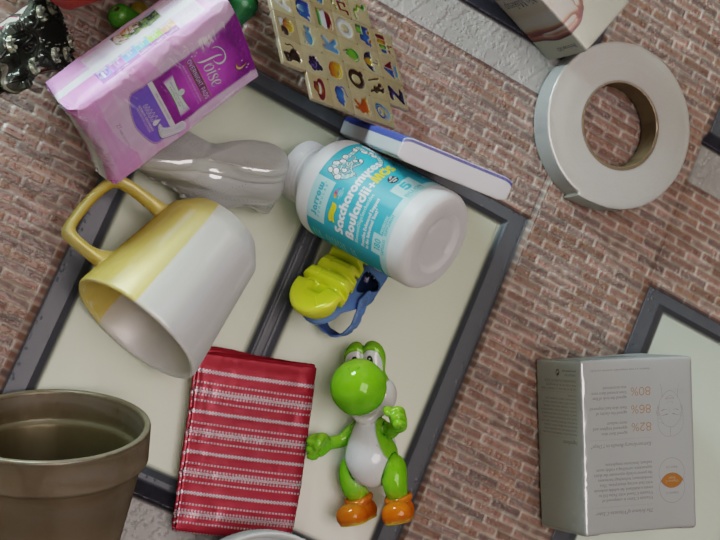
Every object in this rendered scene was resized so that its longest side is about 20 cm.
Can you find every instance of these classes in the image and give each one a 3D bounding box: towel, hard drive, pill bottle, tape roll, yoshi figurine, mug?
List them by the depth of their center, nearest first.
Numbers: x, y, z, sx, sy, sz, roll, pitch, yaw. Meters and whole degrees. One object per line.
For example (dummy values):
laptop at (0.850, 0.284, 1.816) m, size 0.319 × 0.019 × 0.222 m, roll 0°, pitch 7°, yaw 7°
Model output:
mug at (-0.194, -0.006, 1.635) m, size 0.153 × 0.149 × 0.187 m, roll -51°, pitch 131°, yaw -23°
pill bottle at (0.008, -0.069, 1.692) m, size 0.111 × 0.200 × 0.111 m, roll -34°, pitch 139°, yaw -36°
hard drive at (0.067, -0.123, 1.715) m, size 0.132 × 0.200 × 0.025 m, roll 21°, pitch 94°, yaw -21°
towel at (-0.126, 0.189, 1.727) m, size 0.144 × 0.022 × 0.201 m, roll 9°, pitch 87°, yaw -24°
yoshi figurine at (0.003, 0.178, 1.732) m, size 0.112 × 0.112 × 0.201 m, roll -5°, pitch 89°, yaw -23°
tape roll at (0.301, -0.171, 1.902) m, size 0.202 × 0.037 × 0.204 m, roll 1°, pitch 88°, yaw -23°

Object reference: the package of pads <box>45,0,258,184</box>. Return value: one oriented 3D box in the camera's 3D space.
package of pads at (-0.205, -0.191, 1.597) m, size 0.200 × 0.076 × 0.121 m, roll -38°, pitch 144°, yaw -12°

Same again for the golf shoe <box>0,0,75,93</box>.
golf shoe at (-0.347, -0.221, 1.577) m, size 0.088 × 0.200 × 0.077 m, roll -14°, pitch 105°, yaw 16°

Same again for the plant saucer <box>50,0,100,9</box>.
plant saucer at (-0.258, -0.338, 1.617) m, size 0.199 × 0.200 × 0.037 m, roll -21°, pitch 137°, yaw -21°

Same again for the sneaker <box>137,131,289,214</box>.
sneaker at (-0.180, -0.099, 1.690) m, size 0.199 × 0.075 × 0.089 m, roll 11°, pitch 129°, yaw -8°

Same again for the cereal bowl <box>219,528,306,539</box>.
cereal bowl at (-0.115, 0.372, 1.694) m, size 0.199 × 0.083 × 0.201 m, roll 0°, pitch 89°, yaw -23°

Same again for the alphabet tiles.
alphabet tiles at (-0.024, -0.238, 1.718) m, size 0.200 × 0.006 × 0.167 m, roll 15°, pitch 54°, yaw -46°

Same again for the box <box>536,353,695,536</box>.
box at (0.297, 0.200, 1.855) m, size 0.152 × 0.106 × 0.201 m, roll 0°, pitch 89°, yaw -23°

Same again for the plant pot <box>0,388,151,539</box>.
plant pot at (-0.310, 0.231, 1.574) m, size 0.199 × 0.200 × 0.174 m, roll -2°, pitch 106°, yaw -22°

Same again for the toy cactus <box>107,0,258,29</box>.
toy cactus at (-0.161, -0.270, 1.692) m, size 0.200 × 0.102 × 0.166 m, roll -27°, pitch 109°, yaw -29°

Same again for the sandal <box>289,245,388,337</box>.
sandal at (0.000, 0.000, 1.764) m, size 0.200 × 0.079 × 0.087 m, roll -43°, pitch 142°, yaw -25°

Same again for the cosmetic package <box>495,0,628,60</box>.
cosmetic package at (0.198, -0.346, 1.828) m, size 0.200 × 0.103 × 0.087 m, roll 44°, pitch 76°, yaw -14°
